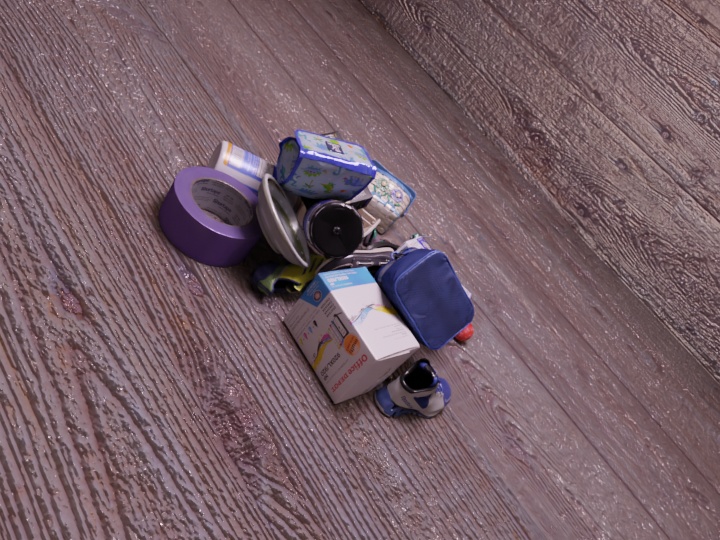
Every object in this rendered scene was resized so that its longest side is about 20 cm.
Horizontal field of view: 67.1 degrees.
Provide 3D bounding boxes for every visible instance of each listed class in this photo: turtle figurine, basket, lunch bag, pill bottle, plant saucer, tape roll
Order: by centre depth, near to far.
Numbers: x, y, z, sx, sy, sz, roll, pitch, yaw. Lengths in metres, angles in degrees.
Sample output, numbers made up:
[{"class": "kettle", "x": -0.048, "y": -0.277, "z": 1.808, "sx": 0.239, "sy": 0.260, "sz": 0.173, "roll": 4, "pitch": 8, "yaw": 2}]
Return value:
[{"class": "plant saucer", "x": -0.162, "y": -0.091, "z": 1.083, "sx": 0.200, "sy": 0.050, "sz": 0.202, "roll": -23, "pitch": 90, "yaw": -84}, {"class": "tape roll", "x": -0.294, "y": -0.110, "z": 1.095, "sx": 0.199, "sy": 0.085, "sz": 0.201, "roll": 29, "pitch": 33, "yaw": -21}, {"class": "lunch bag", "x": 0.119, "y": 0.046, "z": 1.105, "sx": 0.201, "sy": 0.135, "sz": 0.132, "roll": 60, "pitch": -15, "yaw": -14}, {"class": "lunch bag", "x": -0.078, "y": -0.217, "z": 1.142, "sx": 0.168, "sy": 0.129, "sz": 0.200, "roll": 9, "pitch": 2, "yaw": -23}, {"class": "pill bottle", "x": -0.064, "y": -0.093, "z": 1.142, "sx": 0.111, "sy": 0.113, "sz": 0.200, "roll": 31, "pitch": 2, "yaw": -15}, {"class": "pill bottle", "x": -0.245, "y": -0.201, "z": 1.235, "sx": 0.199, "sy": 0.112, "sz": 0.113, "roll": 24, "pitch": 35, "yaw": -28}, {"class": "turtle figurine", "x": 0.112, "y": -0.056, "z": 1.445, "sx": 0.198, "sy": 0.150, "sz": 0.102, "roll": 19, "pitch": 77, "yaw": -13}, {"class": "basket", "x": 0.071, "y": -0.218, "z": 1.575, "sx": 0.176, "sy": 0.139, "sz": 0.201, "roll": 34, "pitch": 42, "yaw": -9}]

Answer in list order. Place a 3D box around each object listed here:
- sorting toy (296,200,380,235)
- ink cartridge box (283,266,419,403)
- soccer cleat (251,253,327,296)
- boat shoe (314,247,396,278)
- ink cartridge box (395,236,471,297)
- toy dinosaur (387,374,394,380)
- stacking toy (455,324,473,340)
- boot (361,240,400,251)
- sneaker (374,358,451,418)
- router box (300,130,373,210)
[{"class": "sorting toy", "x": -0.080, "y": -0.116, "z": 1.334, "sx": 0.199, "sy": 0.107, "sz": 0.180, "roll": 38, "pitch": 39, "yaw": -2}, {"class": "ink cartridge box", "x": -0.019, "y": 0.121, "z": 1.049, "sx": 0.144, "sy": 0.147, "sz": 0.201, "roll": -7, "pitch": 55, "yaw": -51}, {"class": "soccer cleat", "x": -0.135, "y": 0.014, "z": 1.133, "sx": 0.199, "sy": 0.065, "sz": 0.084, "roll": -12, "pitch": 54, "yaw": -48}, {"class": "boat shoe", "x": 0.000, "y": 0.000, "z": 1.162, "sx": 0.198, "sy": 0.073, "sz": 0.063, "roll": -12, "pitch": 56, "yaw": -28}, {"class": "ink cartridge box", "x": 0.177, "y": 0.010, "z": 1.278, "sx": 0.200, "sy": 0.043, "sz": 0.198, "roll": 49, "pitch": 16, "yaw": 6}, {"class": "toy dinosaur", "x": 0.057, "y": 0.134, "z": 1.167, "sx": 0.106, "sy": 0.060, "sz": 0.202, "roll": 53, "pitch": 44, "yaw": -48}, {"class": "stacking toy", "x": 0.240, "y": 0.094, "z": 1.441, "sx": 0.085, "sy": 0.085, "sz": 0.201, "roll": 1, "pitch": 55, "yaw": -47}, {"class": "boot", "x": 0.092, "y": 0.014, "z": 1.290, "sx": 0.210, "sy": 0.079, "sz": 0.159, "roll": 1, "pitch": 50, "yaw": -50}, {"class": "sneaker", "x": 0.133, "y": 0.238, "z": 1.102, "sx": 0.198, "sy": 0.115, "sz": 0.081, "roll": 7, "pitch": 46, "yaw": -43}, {"class": "router box", "x": -0.083, "y": -0.230, "z": 1.314, "sx": 0.156, "sy": 0.052, "sz": 0.202, "roll": -19, "pitch": 75, "yaw": -29}]
